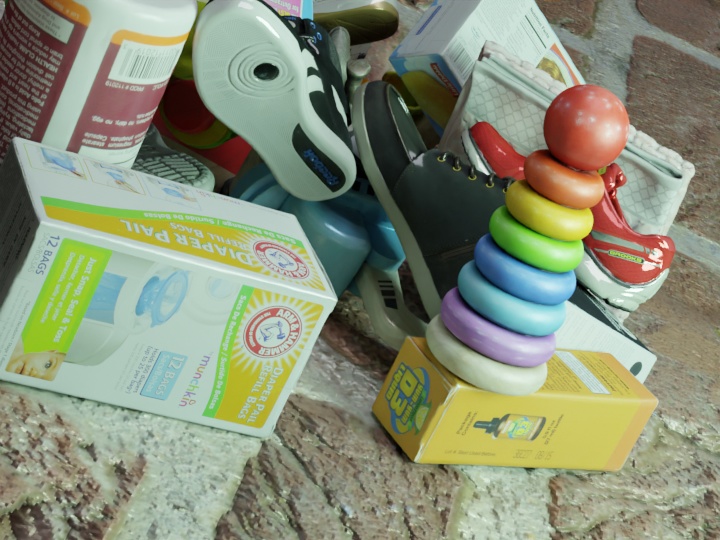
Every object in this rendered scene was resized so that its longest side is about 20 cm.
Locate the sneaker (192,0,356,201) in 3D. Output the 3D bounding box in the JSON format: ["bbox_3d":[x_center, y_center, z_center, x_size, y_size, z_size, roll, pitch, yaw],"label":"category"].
[{"bbox_3d":[-0.062,-0.144,1.359,0.200,0.073,0.113,60,20,-51],"label":"sneaker"}]

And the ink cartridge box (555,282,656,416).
[{"bbox_3d":[0.134,0.010,1.533,0.200,0.043,0.198,33,12,-50],"label":"ink cartridge box"}]

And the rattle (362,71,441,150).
[{"bbox_3d":[0.063,-0.209,1.764,0.143,0.200,0.130,41,15,-13],"label":"rattle"}]

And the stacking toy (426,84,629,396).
[{"bbox_3d":[0.116,-0.023,1.289,0.085,0.201,0.085,21,21,-8],"label":"stacking toy"}]

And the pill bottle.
[{"bbox_3d":[-0.191,-0.105,1.298,0.113,0.201,0.114,23,23,-10],"label":"pill bottle"}]

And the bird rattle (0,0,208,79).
[{"bbox_3d":[-0.163,-0.162,1.418,0.163,0.199,0.113,-23,88,-54],"label":"bird rattle"}]

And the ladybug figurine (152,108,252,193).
[{"bbox_3d":[-0.121,-0.120,1.569,0.199,0.072,0.136,33,23,14],"label":"ladybug figurine"}]

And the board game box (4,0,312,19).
[{"bbox_3d":[-0.160,-0.200,1.617,0.199,0.153,0.041,8,74,-38],"label":"board game box"}]

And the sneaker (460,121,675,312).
[{"bbox_3d":[0.161,-0.054,1.545,0.200,0.085,0.077,44,7,23],"label":"sneaker"}]

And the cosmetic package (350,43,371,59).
[{"bbox_3d":[-0.006,-0.243,1.788,0.050,0.201,0.082,31,24,13],"label":"cosmetic package"}]

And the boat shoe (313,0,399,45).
[{"bbox_3d":[-0.061,-0.226,1.737,0.198,0.070,0.071,-5,-26,16],"label":"boat shoe"}]

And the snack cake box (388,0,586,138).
[{"bbox_3d":[0.124,-0.142,1.698,0.067,0.115,0.200,0,-45,48],"label":"snack cake box"}]

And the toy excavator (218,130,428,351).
[{"bbox_3d":[0.000,0.000,1.450,0.193,0.100,0.201,16,39,-26],"label":"toy excavator"}]

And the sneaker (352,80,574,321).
[{"bbox_3d":[0.072,-0.059,1.401,0.075,0.106,0.201,17,47,-65],"label":"sneaker"}]

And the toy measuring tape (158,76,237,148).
[{"bbox_3d":[-0.145,-0.123,1.489,0.199,0.074,0.073,-1,10,27],"label":"toy measuring tape"}]

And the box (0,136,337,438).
[{"bbox_3d":[-0.131,0.012,1.230,0.199,0.113,0.102,16,26,-28],"label":"box"}]

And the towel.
[{"bbox_3d":[0.151,-0.063,1.616,0.199,0.192,0.032,33,50,12],"label":"towel"}]

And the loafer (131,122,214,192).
[{"bbox_3d":[-0.165,-0.060,1.414,0.075,0.070,0.200,-5,22,-26],"label":"loafer"}]

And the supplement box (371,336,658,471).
[{"bbox_3d":[0.107,0.092,1.380,0.199,0.067,0.069,6,30,-42],"label":"supplement box"}]

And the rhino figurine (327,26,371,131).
[{"bbox_3d":[-0.023,-0.128,1.638,0.059,0.088,0.201,5,41,-8],"label":"rhino figurine"}]
